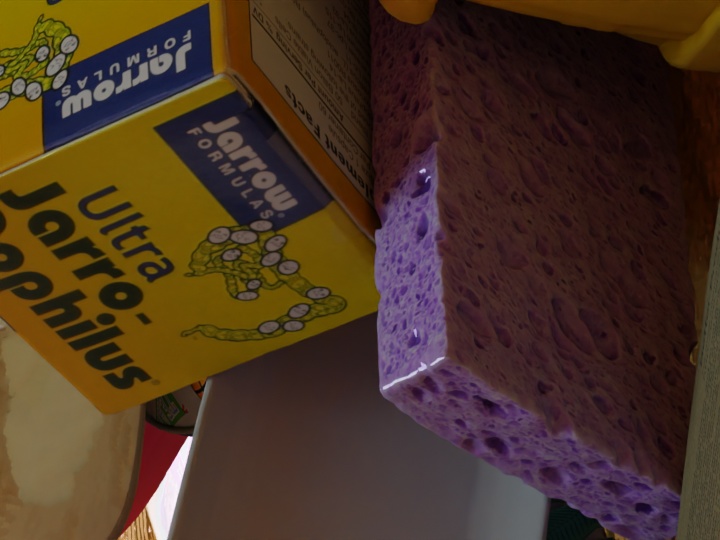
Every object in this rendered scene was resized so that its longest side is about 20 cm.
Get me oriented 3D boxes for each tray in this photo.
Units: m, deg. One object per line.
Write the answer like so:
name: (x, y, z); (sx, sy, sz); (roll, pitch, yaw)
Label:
tray: (0.004, 0.056, 0.724); (0.022, 0.107, 0.200); (109, 175, -49)

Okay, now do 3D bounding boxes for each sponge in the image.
sponge: (0.051, -0.025, 0.719); (0.030, 0.111, 0.200); (-34, 40, 34)

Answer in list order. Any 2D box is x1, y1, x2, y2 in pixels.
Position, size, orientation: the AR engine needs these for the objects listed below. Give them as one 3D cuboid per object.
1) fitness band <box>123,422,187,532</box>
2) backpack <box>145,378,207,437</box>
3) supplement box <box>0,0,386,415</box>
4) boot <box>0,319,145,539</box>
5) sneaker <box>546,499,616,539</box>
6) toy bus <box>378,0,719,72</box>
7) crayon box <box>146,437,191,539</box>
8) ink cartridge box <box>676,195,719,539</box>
fitness band: (-0.109, 0.028, 1.030); (0.144, 0.037, 0.200); (35, 98, 54)
backpack: (0.000, 0.000, 0.868); (0.200, 0.154, 0.191); (-27, 76, 62)
supplement box: (-0.061, -0.078, 0.737); (0.109, 0.109, 0.200); (-22, 47, 19)
boot: (-0.111, 0.067, 0.888); (0.144, 0.071, 0.201); (87, 169, -45)
sneaker: (0.066, 0.133, 0.737); (0.200, 0.074, 0.088); (30, 129, 43)
toy bus: (0.037, -0.165, 0.709); (0.136, 0.192, 0.200); (115, 149, -48)
crayon box: (-0.034, 0.120, 1.056); (0.200, 0.058, 0.119); (-116, 34, -48)
ink cartridge box: (0.122, 0.026, 0.573); (0.165, 0.075, 0.200); (-72, -13, -75)
